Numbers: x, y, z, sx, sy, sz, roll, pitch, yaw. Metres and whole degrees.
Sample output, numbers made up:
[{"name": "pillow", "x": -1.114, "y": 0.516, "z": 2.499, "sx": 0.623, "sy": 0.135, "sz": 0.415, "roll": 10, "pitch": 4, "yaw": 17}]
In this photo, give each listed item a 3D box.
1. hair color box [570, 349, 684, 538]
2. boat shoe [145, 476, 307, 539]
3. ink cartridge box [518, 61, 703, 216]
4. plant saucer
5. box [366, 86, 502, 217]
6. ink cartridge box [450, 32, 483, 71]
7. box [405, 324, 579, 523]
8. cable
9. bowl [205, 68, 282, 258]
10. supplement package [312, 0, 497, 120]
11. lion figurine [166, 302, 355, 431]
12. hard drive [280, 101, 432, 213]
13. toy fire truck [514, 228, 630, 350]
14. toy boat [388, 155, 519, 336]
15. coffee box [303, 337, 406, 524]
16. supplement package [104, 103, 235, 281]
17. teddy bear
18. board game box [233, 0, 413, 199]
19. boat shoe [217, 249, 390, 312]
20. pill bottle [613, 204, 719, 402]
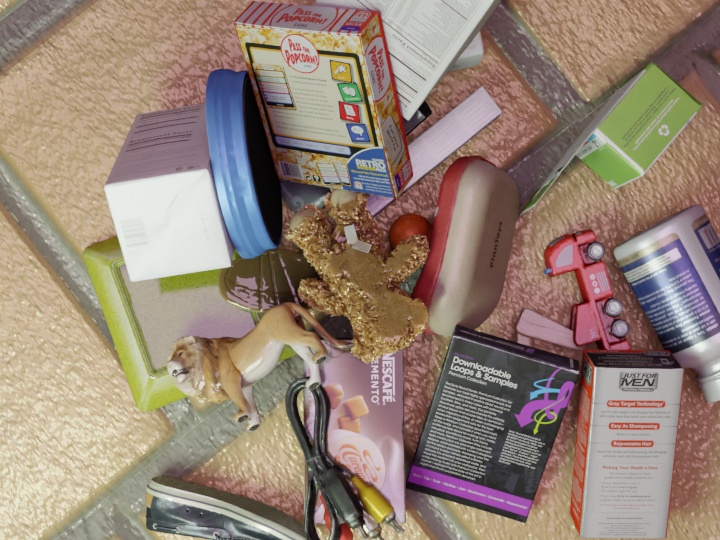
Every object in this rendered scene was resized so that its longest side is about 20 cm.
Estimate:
[{"name": "hair color box", "x": 0.290, "y": 0.190, "z": 1.521, "sx": 0.101, "sy": 0.061, "sz": 0.202, "roll": 2, "pitch": 107, "yaw": -4}, {"name": "boat shoe", "x": -0.146, "y": 0.283, "z": 1.534, "sx": 0.198, "sy": 0.075, "sz": 0.063, "roll": 15, "pitch": 91, "yaw": 5}, {"name": "ink cartridge box", "x": 0.269, "y": -0.120, "z": 1.528, "sx": 0.076, "sy": 0.148, "sz": 0.200, "roll": 39, "pitch": 88, "yaw": 0}, {"name": "plant saucer", "x": -0.192, "y": 0.033, "z": 1.558, "sx": 0.199, "sy": 0.048, "sz": 0.201, "roll": -21, "pitch": 87, "yaw": -2}, {"name": "box", "x": 0.072, "y": -0.131, "z": 1.578, "sx": 0.200, "sy": 0.039, "sz": 0.042, "roll": -40, "pitch": 90, "yaw": -3}, {"name": "ink cartridge box", "x": 0.048, "y": -0.321, "z": 1.566, "sx": 0.144, "sy": 0.083, "sz": 0.202, "roll": -12, "pitch": 88, "yaw": -1}, {"name": "box", "x": 0.143, "y": 0.169, "z": 1.521, "sx": 0.142, "sy": 0.036, "sz": 0.201, "roll": 16, "pitch": 115, "yaw": 1}, {"name": "cable", "x": -0.037, "y": 0.216, "z": 1.486, "sx": 0.097, "sy": 0.050, "sz": 0.201, "roll": -32, "pitch": 74, "yaw": 17}, {"name": "bowl", "x": -0.119, "y": -0.114, "z": 1.463, "sx": 0.039, "sy": 0.201, "sz": 0.202, "roll": -9, "pitch": 87, "yaw": 6}, {"name": "supplement package", "x": 0.063, "y": -0.293, "z": 1.400, "sx": 0.150, "sy": 0.200, "sz": 0.152, "roll": 37, "pitch": 52, "yaw": 0}, {"name": "lion figurine", "x": -0.109, "y": 0.087, "z": 1.477, "sx": 0.199, "sy": 0.072, "sz": 0.123, "roll": -32, "pitch": 63, "yaw": 10}, {"name": "hard drive", "x": -0.036, "y": -0.166, "z": 1.534, "sx": 0.200, "sy": 0.033, "sz": 0.140, "roll": -39, "pitch": 88, "yaw": 29}, {"name": "toy fire truck", "x": 0.227, "y": 0.066, "z": 1.565, "sx": 0.140, "sy": 0.049, "sz": 0.201, "roll": -17, "pitch": 87, "yaw": -1}, {"name": "toy boat", "x": 0.091, "y": -0.030, "z": 1.546, "sx": 0.130, "sy": 0.130, "sz": 0.202, "roll": 10, "pitch": 85, "yaw": 30}, {"name": "coffee box", "x": -0.007, "y": 0.175, "z": 1.537, "sx": 0.113, "sy": 0.080, "sz": 0.202, "roll": 0, "pitch": 87, "yaw": -1}, {"name": "supplement package", "x": -0.189, "y": -0.089, "z": 1.472, "sx": 0.109, "sy": 0.200, "sz": 0.115, "roll": -8, "pitch": 116, "yaw": 6}, {"name": "teddy bear", "x": 0.000, "y": 0.000, "z": 1.479, "sx": 0.200, "sy": 0.067, "sz": 0.145, "roll": 42, "pitch": 79, "yaw": 15}, {"name": "board game box", "x": -0.036, "y": -0.175, "z": 1.433, "sx": 0.151, "sy": 0.201, "sz": 0.046, "roll": 11, "pitch": 45, "yaw": 27}, {"name": "boat shoe", "x": -0.062, "y": 0.014, "z": 1.538, "sx": 0.198, "sy": 0.066, "sz": 0.075, "roll": -3, "pitch": 80, "yaw": -14}, {"name": "pill bottle", "x": 0.373, "y": 0.039, "z": 1.538, "sx": 0.111, "sy": 0.111, "sz": 0.201, "roll": -27, "pitch": 87, "yaw": -3}]
